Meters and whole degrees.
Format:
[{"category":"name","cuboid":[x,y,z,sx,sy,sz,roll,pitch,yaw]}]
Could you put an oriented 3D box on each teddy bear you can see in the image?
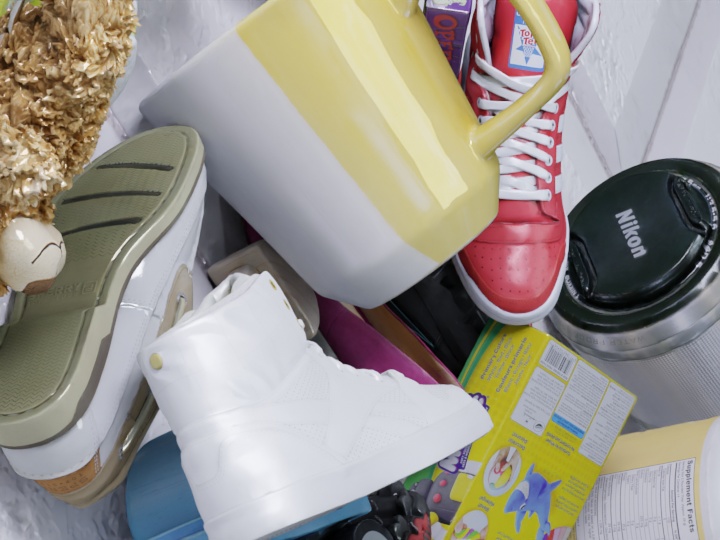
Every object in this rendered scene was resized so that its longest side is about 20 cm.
[{"category":"teddy bear","cuboid":[-0.125,-0.067,0.783,0.067,0.145,0.200,25,86,-17]}]

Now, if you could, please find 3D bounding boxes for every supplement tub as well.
[{"category":"supplement tub","cuboid":[0.203,0.168,1.210,0.145,0.200,0.146,32,50,-50]}]

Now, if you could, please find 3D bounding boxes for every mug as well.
[{"category":"mug","cuboid":[0.000,-0.070,0.958,0.149,0.187,0.153,-39,95,-30]}]

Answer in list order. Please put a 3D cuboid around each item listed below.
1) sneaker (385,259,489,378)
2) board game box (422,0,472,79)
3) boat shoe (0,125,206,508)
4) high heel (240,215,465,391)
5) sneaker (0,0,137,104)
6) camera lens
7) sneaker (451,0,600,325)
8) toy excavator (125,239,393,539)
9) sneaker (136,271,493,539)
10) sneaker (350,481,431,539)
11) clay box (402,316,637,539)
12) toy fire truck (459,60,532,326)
[{"category":"sneaker","cuboid":[0.014,-0.015,1.100,0.200,0.079,0.075,60,37,-16]},{"category":"board game box","cuboid":[0.047,-0.133,1.145,0.200,0.032,0.120,97,4,-57]},{"category":"boat shoe","cuboid":[-0.114,0.018,0.882,0.068,0.075,0.200,64,35,-37]},{"category":"high heel","cuboid":[0.000,0.000,1.046,0.067,0.096,0.200,-27,100,-60]},{"category":"sneaker","cuboid":[-0.163,-0.147,0.861,0.076,0.105,0.200,-37,150,-17]},{"category":"camera lens","cuboid":[0.234,0.031,1.364,0.200,0.160,0.160,47,40,-39]},{"category":"sneaker","cuboid":[0.087,-0.079,1.049,0.113,0.071,0.200,106,-14,-65]},{"category":"toy excavator","cuboid":[-0.055,0.085,0.932,0.194,0.100,0.200,-8,76,-61]},{"category":"sneaker","cuboid":[-0.018,0.048,0.865,0.200,0.074,0.116,-12,74,-59]},{"category":"sneaker","cuboid":[0.003,0.204,0.988,0.098,0.071,0.201,52,39,-34]},{"category":"clay box","cuboid":[0.071,0.135,1.090,0.115,0.048,0.200,34,84,-49]},{"category":"toy fire truck","cuboid":[0.083,-0.020,1.191,0.141,0.049,0.200,77,19,-52]}]
